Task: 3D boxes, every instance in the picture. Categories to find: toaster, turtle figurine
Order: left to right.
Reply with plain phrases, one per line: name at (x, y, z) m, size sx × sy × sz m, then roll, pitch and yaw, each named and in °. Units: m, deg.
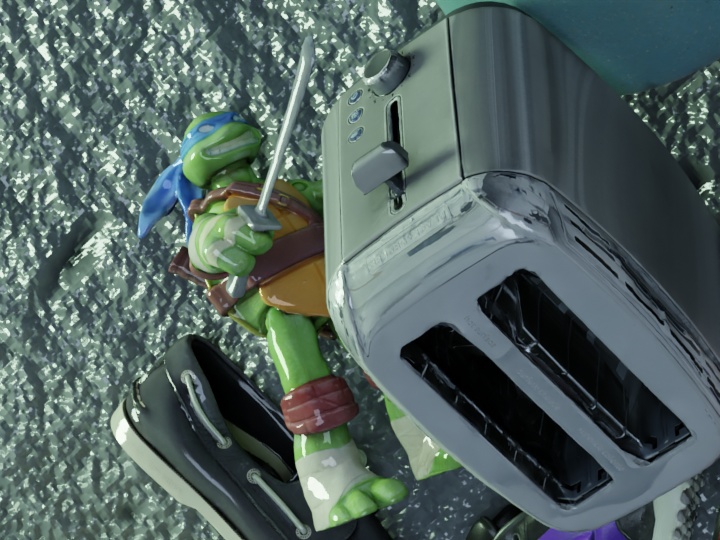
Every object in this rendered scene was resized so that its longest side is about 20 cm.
turtle figurine at (0.000, 0.000, 0.765) m, size 0.199 × 0.144 × 0.195 m, roll -25°, pitch 87°, yaw 17°
toaster at (0.069, 0.007, 0.661) m, size 0.113 × 0.129 × 0.200 m, roll -32°, pitch 118°, yaw 26°

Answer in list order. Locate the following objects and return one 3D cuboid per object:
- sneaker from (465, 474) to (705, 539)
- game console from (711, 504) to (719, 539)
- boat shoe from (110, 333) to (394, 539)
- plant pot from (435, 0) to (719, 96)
sneaker at (0.093, 0.155, 0.812) m, size 0.099 × 0.070 × 0.201 m, roll 15°, pitch 96°, yaw 16°
game console at (0.182, 0.024, 0.703) m, size 0.031 × 0.200 × 0.178 m, roll 15°, pitch 101°, yaw 16°
boat shoe at (-0.026, 0.107, 0.824) m, size 0.200 × 0.073 × 0.063 m, roll 37°, pitch 106°, yaw 9°
plant pot at (0.081, -0.187, 0.679) m, size 0.199 × 0.135 × 0.201 m, roll -20°, pitch 56°, yaw 32°
